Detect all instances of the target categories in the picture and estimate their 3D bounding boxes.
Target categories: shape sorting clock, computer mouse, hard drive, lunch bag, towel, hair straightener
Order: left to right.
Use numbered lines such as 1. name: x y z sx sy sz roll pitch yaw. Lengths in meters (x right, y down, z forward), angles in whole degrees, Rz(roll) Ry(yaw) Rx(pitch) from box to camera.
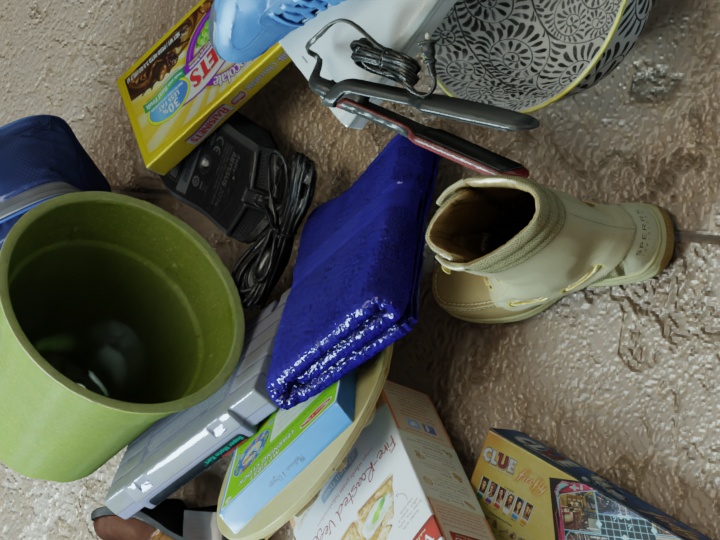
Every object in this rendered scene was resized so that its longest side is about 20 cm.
1. lunch bag: -0.268 -0.018 1.784 0.136 0.200 0.132 -24 61 3
2. computer mouse: -0.098 -0.070 1.716 0.200 0.053 0.139 44 120 41
3. shape sorting clock: -0.040 0.116 1.571 0.200 0.039 0.200 -47 16 17
4. towel: 0.000 0.000 1.554 0.148 0.050 0.200 -41 23 37
5. hard drive: 0.017 -0.219 1.510 0.200 0.026 0.132 -53 56 26
6. hair straightener: 0.039 -0.128 1.457 0.200 0.041 0.077 27 113 34

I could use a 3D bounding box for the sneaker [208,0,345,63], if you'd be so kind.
1. sneaker: -0.036 -0.209 1.496 0.200 0.066 0.078 -49 61 28

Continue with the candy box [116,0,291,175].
1. candy box: -0.111 -0.175 1.700 0.200 0.026 0.102 -40 54 24

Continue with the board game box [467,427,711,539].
1. board game box: 0.144 0.208 1.446 0.200 0.035 0.136 29 103 44

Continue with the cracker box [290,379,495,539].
1. cracker box: 0.021 0.188 1.513 0.134 0.058 0.200 -57 31 21

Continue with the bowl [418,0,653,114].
1. bowl: 0.138 -0.199 1.476 0.201 0.094 0.201 -8 79 44

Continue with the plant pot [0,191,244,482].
1. plant pot: -0.218 0.072 1.680 0.190 0.200 0.200 -52 49 47

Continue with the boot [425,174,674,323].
1. boot: 0.091 -0.014 1.449 0.200 0.155 0.073 -12 75 43

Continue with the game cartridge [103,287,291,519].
1. game cartridge: -0.119 0.109 1.673 0.200 0.038 0.130 -38 26 36

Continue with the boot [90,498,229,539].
1. boot: -0.150 0.288 1.721 0.188 0.068 0.200 0 90 37
